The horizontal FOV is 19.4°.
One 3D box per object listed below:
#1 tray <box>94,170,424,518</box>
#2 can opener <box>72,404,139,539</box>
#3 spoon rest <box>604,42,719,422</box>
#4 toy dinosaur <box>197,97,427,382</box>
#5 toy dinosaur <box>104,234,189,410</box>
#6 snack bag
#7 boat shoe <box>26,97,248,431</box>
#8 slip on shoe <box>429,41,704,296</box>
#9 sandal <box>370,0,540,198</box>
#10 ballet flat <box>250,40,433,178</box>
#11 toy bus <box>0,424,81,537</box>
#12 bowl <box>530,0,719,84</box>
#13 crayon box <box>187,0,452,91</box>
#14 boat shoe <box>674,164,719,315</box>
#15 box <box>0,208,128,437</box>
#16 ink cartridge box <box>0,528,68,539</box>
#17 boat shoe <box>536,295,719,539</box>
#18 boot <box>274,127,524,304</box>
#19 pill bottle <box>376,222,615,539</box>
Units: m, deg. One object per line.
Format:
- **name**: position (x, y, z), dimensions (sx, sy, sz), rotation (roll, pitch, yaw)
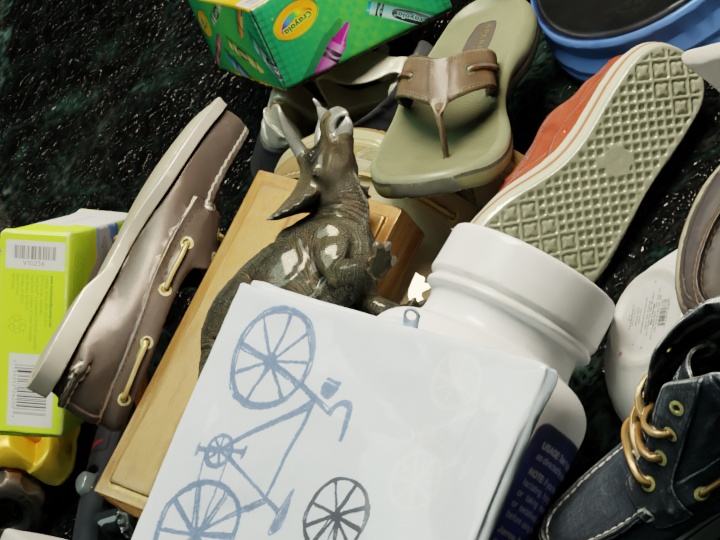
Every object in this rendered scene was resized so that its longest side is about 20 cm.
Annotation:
- **tray**: position (-0.054, 0.048, 1.127), dimensions (0.099, 0.037, 0.200), rotation (16, 73, 33)
- **can opener**: position (-0.142, 0.120, 1.267), dimensions (0.079, 0.063, 0.200), rotation (-27, 39, 32)
- **spoon rest**: position (0.173, -0.011, 1.043), dimensions (0.099, 0.061, 0.200), rotation (-6, 65, 55)
- **toy dinosaur**: position (-0.034, 0.018, 1.080), dimensions (0.102, 0.077, 0.200), rotation (26, 82, 43)
- **toy dinosaur**: position (-0.109, 0.056, 1.196), dimensions (0.181, 0.105, 0.200), rotation (32, 47, 27)
- **snack bag**: position (-0.015, 0.104, 0.952), dimensions (0.200, 0.021, 0.189), rotation (12, 74, 39)
- **boat shoe**: position (-0.111, -0.005, 1.171), dimensions (0.200, 0.060, 0.072), rotation (-61, 8, -23)
- **slip on shoe**: position (0.108, -0.039, 1.133), dimensions (0.200, 0.074, 0.061), rotation (-52, 17, -9)
- **sandal**: position (0.048, -0.104, 1.174), dimensions (0.080, 0.057, 0.201), rotation (-8, 36, 21)
- **ballet flat**: position (-0.015, -0.106, 1.342), dimensions (0.200, 0.073, 0.073), rotation (-12, 48, 44)
- **toy bus**: position (-0.309, 0.107, 1.363), dimensions (0.200, 0.192, 0.136), rotation (-36, 33, 17)
- **bowl**: position (0.183, -0.195, 1.225), dimensions (0.201, 0.039, 0.201), rotation (-31, 36, 26)
- **crayon box**: position (-0.031, -0.174, 1.363), dimensions (0.119, 0.058, 0.200), rotation (-27, 16, -10)
- **boat shoe**: position (0.210, -0.053, 0.979), dimensions (0.200, 0.074, 0.073), rotation (-57, -9, -21)
- **box**: position (-0.177, 0.028, 1.298), dimensions (0.200, 0.048, 0.122), rotation (-37, -50, -81)
- **ink cartridge box**: position (-0.121, 0.234, 1.048), dimensions (0.200, 0.084, 0.146), rotation (21, 89, 46)
- **boat shoe**: position (0.143, 0.073, 0.948), dimensions (0.200, 0.091, 0.071), rotation (-34, 35, 23)
- **boot**: position (0.000, 0.000, 1.211), dimensions (0.200, 0.073, 0.156), rotation (6, 60, 42)
- **pill bottle**: position (0.039, 0.085, 1.018), dimensions (0.120, 0.120, 0.200), rotation (17, 75, 55)
